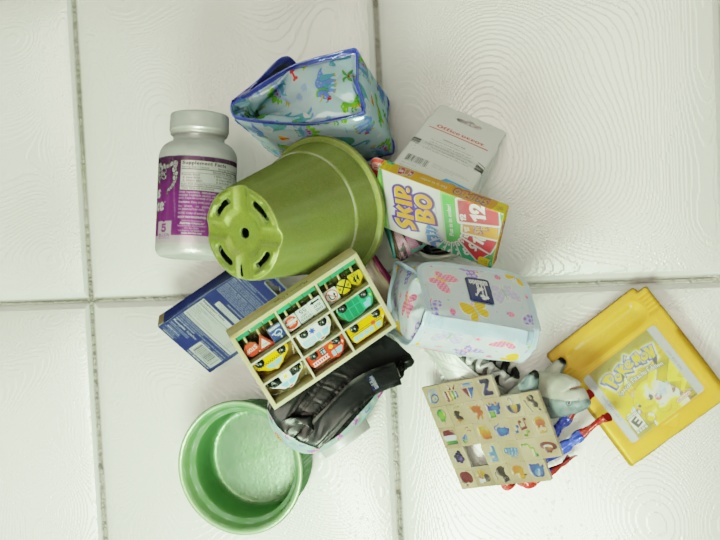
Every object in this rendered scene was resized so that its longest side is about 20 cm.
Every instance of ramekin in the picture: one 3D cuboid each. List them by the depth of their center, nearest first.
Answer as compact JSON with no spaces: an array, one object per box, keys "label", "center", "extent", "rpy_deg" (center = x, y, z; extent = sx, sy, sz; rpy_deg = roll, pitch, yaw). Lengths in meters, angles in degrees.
[{"label":"ramekin","center":[-0.169,0.291,1.767],"extent":[0.198,0.098,0.203],"rpy_deg":[1,93,15]}]

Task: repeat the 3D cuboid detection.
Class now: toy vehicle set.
[{"label":"toy vehicle set","center":[-0.063,0.076,1.524],"extent":[0.199,0.027,0.125],"rpy_deg":[-34,115,-6]}]

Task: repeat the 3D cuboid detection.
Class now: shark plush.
[{"label":"shark plush","center":[0.235,0.207,1.646],"extent":[0.200,0.091,0.084],"rpy_deg":[-41,74,25]}]

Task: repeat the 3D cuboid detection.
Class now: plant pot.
[{"label":"plant pot","center":[-0.100,-0.065,1.536],"extent":[0.198,0.189,0.202],"rpy_deg":[10,109,32]}]

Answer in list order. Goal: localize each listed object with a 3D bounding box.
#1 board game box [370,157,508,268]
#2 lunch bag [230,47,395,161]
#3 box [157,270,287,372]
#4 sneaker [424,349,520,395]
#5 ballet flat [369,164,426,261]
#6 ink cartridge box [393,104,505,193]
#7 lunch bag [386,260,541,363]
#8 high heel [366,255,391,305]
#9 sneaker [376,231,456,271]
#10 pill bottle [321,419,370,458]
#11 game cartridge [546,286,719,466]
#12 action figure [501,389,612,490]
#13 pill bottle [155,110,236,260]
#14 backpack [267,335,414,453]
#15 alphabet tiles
[{"label":"board game box","center":[0.096,-0.079,1.560],"extent":[0.198,0.030,0.096],"rpy_deg":[23,133,17]},{"label":"lunch bag","center":[-0.068,-0.223,1.668],"extent":[0.198,0.170,0.129],"rpy_deg":[-13,70,14]},{"label":"box","center":[-0.193,0.064,1.753],"extent":[0.199,0.033,0.121],"rpy_deg":[-32,121,21]},{"label":"sneaker","center":[0.133,0.129,1.699],"extent":[0.199,0.075,0.081],"rpy_deg":[35,110,10]},{"label":"ballet flat","center":[0.052,-0.091,1.678],"extent":[0.070,0.201,0.070],"rpy_deg":[-16,134,-8]},{"label":"ink cartridge box","center":[0.120,-0.145,1.652],"extent":[0.115,0.200,0.068],"rpy_deg":[25,134,11]},{"label":"lunch bag","center":[0.136,0.054,1.555],"extent":[0.168,0.200,0.129],"rpy_deg":[9,97,-12]},{"label":"high heel","center":[0.000,0.000,1.653],"extent":[0.067,0.096,0.201],"rpy_deg":[-34,116,-1]},{"label":"sneaker","center":[0.079,-0.043,1.699],"extent":[0.198,0.071,0.074],"rpy_deg":[-14,90,16]},{"label":"pill bottle","center":[-0.072,0.173,1.728],"extent":[0.112,0.112,0.201],"rpy_deg":[-35,85,13]},{"label":"game cartridge","center":[0.393,0.147,1.651],"extent":[0.176,0.032,0.201],"rpy_deg":[-39,84,13]},{"label":"action figure","center":[0.274,0.256,1.671],"extent":[0.200,0.052,0.066],"rpy_deg":[-45,75,23]},{"label":"pill bottle","center":[-0.231,-0.119,1.632],"extent":[0.111,0.112,0.203],"rpy_deg":[1,85,14]},{"label":"backpack","center":[-0.041,0.162,1.614],"extent":[0.166,0.127,0.201],"rpy_deg":[35,74,11]},{"label":"alphabet tiles","center":[0.192,0.229,1.658],"extent":[0.199,0.008,0.169],"rpy_deg":[-16,99,42]}]
